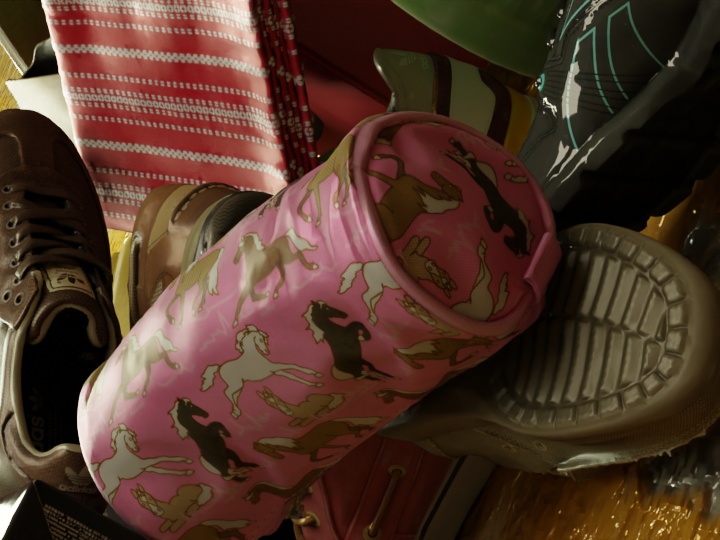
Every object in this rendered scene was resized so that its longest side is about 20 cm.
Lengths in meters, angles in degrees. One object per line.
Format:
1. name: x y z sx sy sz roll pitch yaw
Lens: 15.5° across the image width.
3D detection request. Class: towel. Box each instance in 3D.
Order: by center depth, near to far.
1. towel: -0.081 -0.098 1.064 0.145 0.022 0.200 13 123 41

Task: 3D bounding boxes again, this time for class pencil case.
1. pencil case: -0.017 0.024 0.903 0.200 0.086 0.083 -42 53 45

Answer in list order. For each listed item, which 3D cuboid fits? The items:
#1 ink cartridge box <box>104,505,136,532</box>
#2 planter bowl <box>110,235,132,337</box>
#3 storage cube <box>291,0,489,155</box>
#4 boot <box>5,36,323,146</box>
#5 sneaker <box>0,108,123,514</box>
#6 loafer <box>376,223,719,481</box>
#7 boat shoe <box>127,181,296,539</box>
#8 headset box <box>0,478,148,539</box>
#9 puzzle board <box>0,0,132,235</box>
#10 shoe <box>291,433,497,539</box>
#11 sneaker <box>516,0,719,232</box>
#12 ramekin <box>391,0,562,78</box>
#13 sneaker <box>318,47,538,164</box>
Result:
1. ink cartridge box: -0.114 0.183 1.222 0.198 0.047 0.200 -122 39 -71
2. planter bowl: -0.078 0.041 1.195 0.200 0.083 0.201 -174 90 -89
3. storage cube: -0.023 -0.169 1.197 0.200 0.180 0.171 -63 17 -10
4. boot: -0.094 -0.065 1.162 0.074 0.075 0.200 -49 29 -23
5. sneaker: -0.120 0.012 1.066 0.076 0.070 0.200 -46 45 51
6. loafer: 0.073 0.032 0.898 0.200 0.067 0.076 -5 67 63
7. boat shoe: -0.058 0.056 1.070 0.074 0.076 0.200 22 118 42
8. headset box: -0.106 0.160 1.018 0.200 0.149 0.075 -28 34 63
9. puzzle board: -0.098 -0.113 1.298 0.017 0.200 0.151 0 40 50
10. shoe: -0.007 0.082 1.033 0.200 0.091 0.071 -62 18 19
11. sneaker: 0.102 -0.085 0.906 0.200 0.075 0.079 -52 61 26
12. ramekin: 0.056 -0.174 0.990 0.098 0.200 0.200 -48 25 29
13. sneaker: 0.000 0.000 1.112 0.200 0.090 0.075 -63 18 14
